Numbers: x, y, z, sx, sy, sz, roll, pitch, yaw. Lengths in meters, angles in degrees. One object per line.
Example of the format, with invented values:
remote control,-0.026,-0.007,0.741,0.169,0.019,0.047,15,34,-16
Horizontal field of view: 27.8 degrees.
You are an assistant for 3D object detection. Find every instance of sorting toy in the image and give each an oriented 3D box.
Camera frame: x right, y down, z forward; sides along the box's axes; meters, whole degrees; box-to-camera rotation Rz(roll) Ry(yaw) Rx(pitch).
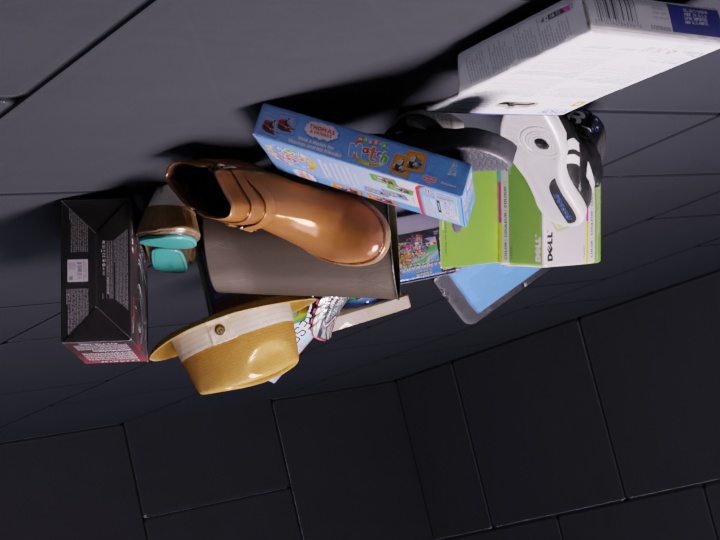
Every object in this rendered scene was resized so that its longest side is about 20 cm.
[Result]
sorting toy,-0.054,0.036,2.114,0.198,0.070,0.200,-16,-170,-14

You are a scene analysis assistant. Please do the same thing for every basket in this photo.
basket,-0.062,-0.042,1.569,0.199,0.181,0.136,-5,140,5

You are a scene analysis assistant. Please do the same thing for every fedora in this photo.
fedora,-0.135,0.090,1.637,0.200,0.082,0.201,-20,173,-3

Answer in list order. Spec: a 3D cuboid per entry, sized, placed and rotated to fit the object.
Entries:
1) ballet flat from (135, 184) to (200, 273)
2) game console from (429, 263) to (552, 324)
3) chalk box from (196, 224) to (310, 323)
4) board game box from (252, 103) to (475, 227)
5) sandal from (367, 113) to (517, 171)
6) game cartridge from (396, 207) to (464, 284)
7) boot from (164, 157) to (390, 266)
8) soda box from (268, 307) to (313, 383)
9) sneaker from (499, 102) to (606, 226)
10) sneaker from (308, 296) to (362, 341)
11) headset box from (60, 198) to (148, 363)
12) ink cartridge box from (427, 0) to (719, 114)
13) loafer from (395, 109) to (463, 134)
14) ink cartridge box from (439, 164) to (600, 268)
ballet flat,-0.199,-0.049,1.531,0.067,0.073,0.200,3,169,-3
game console,0.194,-0.018,1.934,0.200,0.119,0.172,-36,-177,4
chalk box,-0.133,0.003,1.775,0.124,0.125,0.200,-13,171,-7
board game box,0.008,-0.097,1.370,0.199,0.037,0.151,16,174,8
sandal,0.074,-0.121,1.367,0.076,0.043,0.200,24,168,-39
game cartridge,0.041,-0.049,1.701,0.199,0.130,0.038,-11,178,-16
boot,-0.081,-0.062,1.417,0.200,0.077,0.155,31,-168,24
soda box,-0.086,0.053,1.932,0.063,0.069,0.200,29,116,-25
sneaker,0.211,-0.150,1.564,0.073,0.112,0.200,10,148,29
sneaker,0.000,0.000,1.748,0.074,0.200,0.081,30,-170,-7
headset box,-0.271,0.017,1.558,0.077,0.150,0.200,-2,169,-2
ink cartridge box,0.189,-0.191,1.308,0.196,0.044,0.200,-4,170,-43
loafer,0.069,-0.117,1.530,0.069,0.070,0.200,-4,169,-4
ink cartridge box,0.182,-0.076,1.647,0.199,0.149,0.076,-5,-174,-43
